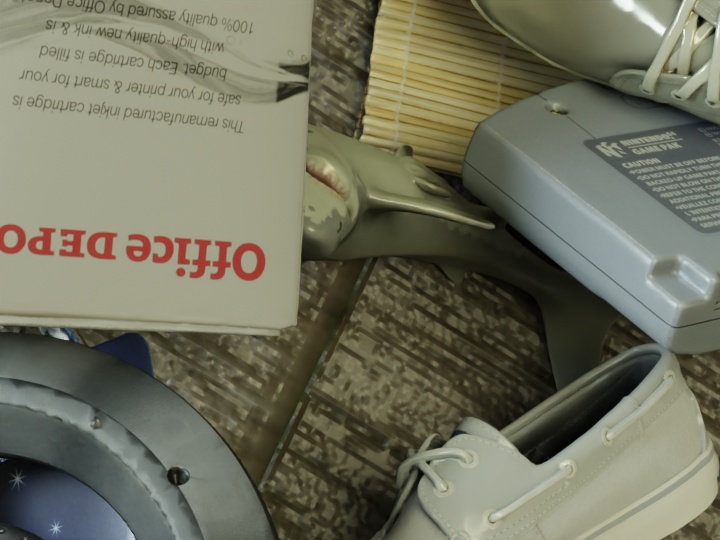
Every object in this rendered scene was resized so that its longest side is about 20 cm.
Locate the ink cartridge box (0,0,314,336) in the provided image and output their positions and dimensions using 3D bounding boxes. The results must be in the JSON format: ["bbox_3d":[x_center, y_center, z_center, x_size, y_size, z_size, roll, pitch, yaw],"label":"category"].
[{"bbox_3d":[-0.094,-0.082,0.873,0.144,0.084,0.200,4,88,-39],"label":"ink cartridge box"}]

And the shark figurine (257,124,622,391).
[{"bbox_3d":[0.004,-0.002,1.016,0.214,0.128,0.090,22,106,-47],"label":"shark figurine"}]

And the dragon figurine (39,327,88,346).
[{"bbox_3d":[-0.172,-0.027,0.930,0.099,0.059,0.200,-32,96,-26],"label":"dragon figurine"}]

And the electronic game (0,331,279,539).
[{"bbox_3d":[-0.117,0.116,0.845,0.200,0.042,0.200,-3,73,11],"label":"electronic game"}]

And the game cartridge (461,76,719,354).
[{"bbox_3d":[0.140,-0.030,1.023,0.200,0.133,0.042,-10,125,-39],"label":"game cartridge"}]

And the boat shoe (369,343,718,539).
[{"bbox_3d":[0.045,0.084,0.975,0.200,0.072,0.069,-23,106,-27],"label":"boat shoe"}]

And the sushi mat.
[{"bbox_3d":[0.093,-0.072,1.089,0.200,0.012,0.096,11,77,-23],"label":"sushi mat"}]

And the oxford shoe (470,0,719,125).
[{"bbox_3d":[0.132,-0.083,1.003,0.200,0.058,0.075,23,114,1],"label":"oxford shoe"}]

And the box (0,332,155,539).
[{"bbox_3d":[-0.104,0.129,0.893,0.032,0.121,0.200,14,60,-58],"label":"box"}]
